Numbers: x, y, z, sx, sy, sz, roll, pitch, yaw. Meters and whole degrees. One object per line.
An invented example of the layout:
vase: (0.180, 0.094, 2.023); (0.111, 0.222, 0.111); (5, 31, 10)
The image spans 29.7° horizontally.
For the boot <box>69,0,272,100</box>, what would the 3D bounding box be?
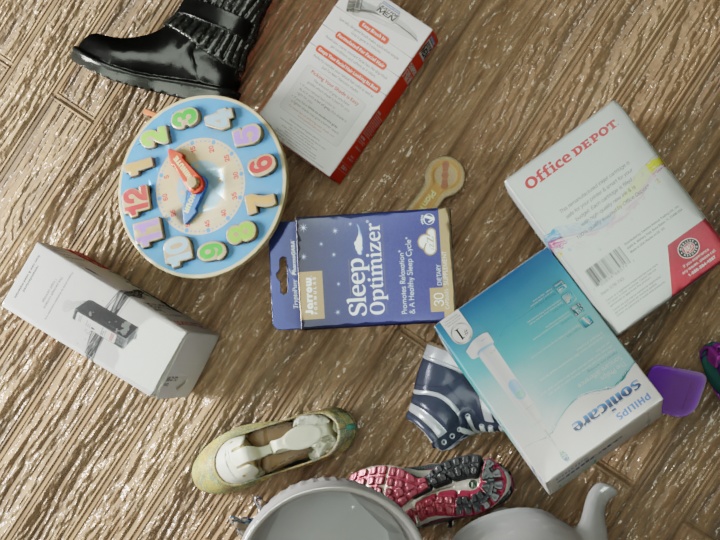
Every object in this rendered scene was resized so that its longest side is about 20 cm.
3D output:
boot: (-0.214, -0.281, 1.551); (0.210, 0.079, 0.159); (14, 95, -1)

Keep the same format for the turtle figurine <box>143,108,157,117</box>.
turtle figurine: (-0.193, -0.089, 1.545); (0.200, 0.064, 0.162); (30, 95, 22)

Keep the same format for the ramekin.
ramekin: (-0.032, 0.306, 1.391); (0.199, 0.105, 0.201); (0, 94, -6)

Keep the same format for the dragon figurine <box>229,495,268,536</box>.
dragon figurine: (-0.054, 0.324, 1.495); (0.200, 0.099, 0.059); (38, 90, -10)

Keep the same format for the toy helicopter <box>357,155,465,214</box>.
toy helicopter: (0.057, -0.035, 1.498); (0.132, 0.079, 0.200); (35, 89, 8)

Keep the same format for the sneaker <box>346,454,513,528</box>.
sneaker: (0.071, 0.250, 1.479); (0.199, 0.075, 0.081); (-10, 75, 21)

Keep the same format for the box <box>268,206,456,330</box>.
box: (0.000, 0.000, 1.445); (0.199, 0.032, 0.122); (-4, 86, 6)

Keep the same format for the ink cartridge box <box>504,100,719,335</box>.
ink cartridge box: (0.267, -0.050, 1.431); (0.145, 0.145, 0.200); (-35, 82, 5)

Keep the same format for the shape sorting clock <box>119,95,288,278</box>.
shape sorting clock: (-0.173, -0.092, 1.472); (0.199, 0.039, 0.201); (-3, 83, 22)

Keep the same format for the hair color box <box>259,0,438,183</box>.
hair color box: (-0.015, -0.212, 1.527); (0.111, 0.064, 0.200); (36, 93, 10)

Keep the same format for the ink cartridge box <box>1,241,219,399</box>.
ink cartridge box: (-0.271, 0.057, 1.504); (0.199, 0.144, 0.084); (31, 90, 9)

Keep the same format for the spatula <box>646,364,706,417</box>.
spatula: (0.273, 0.110, 1.480); (0.199, 0.021, 0.057); (18, 111, 13)

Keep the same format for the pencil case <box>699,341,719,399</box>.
pencil case: (0.464, 0.084, 1.421); (0.199, 0.093, 0.085); (-22, 40, 5)

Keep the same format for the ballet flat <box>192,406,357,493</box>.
ballet flat: (-0.101, 0.199, 1.508); (0.199, 0.071, 0.071); (-18, 83, 7)

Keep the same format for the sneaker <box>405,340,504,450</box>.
sneaker: (0.145, 0.162, 1.472); (0.199, 0.070, 0.109); (22, 86, 15)

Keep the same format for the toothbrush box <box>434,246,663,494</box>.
toothbrush box: (0.193, 0.103, 1.392); (0.146, 0.085, 0.200); (-36, 69, -1)

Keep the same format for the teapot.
teapot: (0.157, 0.317, 1.423); (0.199, 0.198, 0.146); (6, 45, -22)
